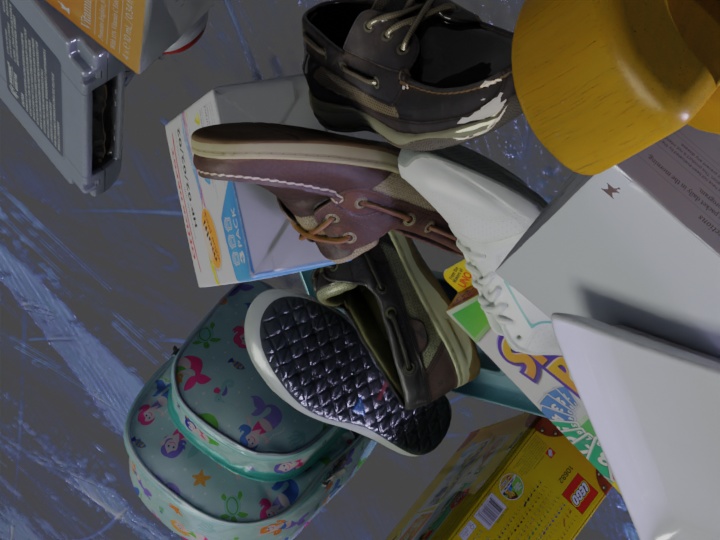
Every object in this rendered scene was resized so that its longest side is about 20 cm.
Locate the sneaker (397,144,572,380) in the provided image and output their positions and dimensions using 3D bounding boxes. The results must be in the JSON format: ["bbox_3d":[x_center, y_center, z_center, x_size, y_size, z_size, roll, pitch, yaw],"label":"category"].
[{"bbox_3d":[0.091,0.001,0.894,0.200,0.080,0.070,36,-170,-21],"label":"sneaker"}]

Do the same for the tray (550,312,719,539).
[{"bbox_3d":[0.165,0.094,0.797,0.107,0.022,0.200,21,150,40],"label":"tray"}]

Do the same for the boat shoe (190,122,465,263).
[{"bbox_3d":[-0.007,-0.039,0.914,0.200,0.072,0.072,6,-172,-37],"label":"boat shoe"}]

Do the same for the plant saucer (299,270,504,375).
[{"bbox_3d":[0.028,0.025,1.141,0.200,0.019,0.070,11,128,51],"label":"plant saucer"}]

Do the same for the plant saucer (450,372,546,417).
[{"bbox_3d":[0.069,0.064,1.183,0.200,0.019,0.070,10,141,50],"label":"plant saucer"}]

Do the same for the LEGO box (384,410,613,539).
[{"bbox_3d":[0.078,0.203,1.182,0.077,0.200,0.149,43,157,-5],"label":"LEGO box"}]

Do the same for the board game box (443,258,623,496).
[{"bbox_3d":[0.141,0.060,1.022,0.200,0.030,0.096,48,138,-10],"label":"board game box"}]

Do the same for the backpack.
[{"bbox_3d":[-0.087,0.120,1.291,0.177,0.200,0.151,36,157,14],"label":"backpack"}]

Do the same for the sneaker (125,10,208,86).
[{"bbox_3d":[-0.151,-0.152,1.071,0.200,0.071,0.113,29,151,45],"label":"sneaker"}]

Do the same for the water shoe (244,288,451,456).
[{"bbox_3d":[-0.022,0.074,1.142,0.200,0.072,0.079,38,167,-37],"label":"water shoe"}]

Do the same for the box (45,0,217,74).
[{"bbox_3d":[-0.167,-0.230,0.925,0.200,0.098,0.124,38,156,7],"label":"box"}]

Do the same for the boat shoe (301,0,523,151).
[{"bbox_3d":[0.024,-0.112,0.861,0.200,0.074,0.073,9,131,54],"label":"boat shoe"}]

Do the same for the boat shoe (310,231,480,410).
[{"bbox_3d":[0.000,0.001,1.070,0.201,0.066,0.072,55,156,6],"label":"boat shoe"}]

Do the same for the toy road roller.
[{"bbox_3d":[0.101,-0.131,0.621,0.200,0.146,0.123,44,157,-6],"label":"toy road roller"}]

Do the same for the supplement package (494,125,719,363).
[{"bbox_3d":[0.191,0.005,0.769,0.200,0.111,0.156,41,157,1],"label":"supplement package"}]

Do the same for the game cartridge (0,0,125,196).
[{"bbox_3d":[-0.205,-0.141,1.058,0.133,0.041,0.200,54,160,13],"label":"game cartridge"}]

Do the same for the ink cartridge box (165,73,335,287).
[{"bbox_3d":[-0.073,-0.051,1.038,0.200,0.068,0.115,170,89,-73],"label":"ink cartridge box"}]
